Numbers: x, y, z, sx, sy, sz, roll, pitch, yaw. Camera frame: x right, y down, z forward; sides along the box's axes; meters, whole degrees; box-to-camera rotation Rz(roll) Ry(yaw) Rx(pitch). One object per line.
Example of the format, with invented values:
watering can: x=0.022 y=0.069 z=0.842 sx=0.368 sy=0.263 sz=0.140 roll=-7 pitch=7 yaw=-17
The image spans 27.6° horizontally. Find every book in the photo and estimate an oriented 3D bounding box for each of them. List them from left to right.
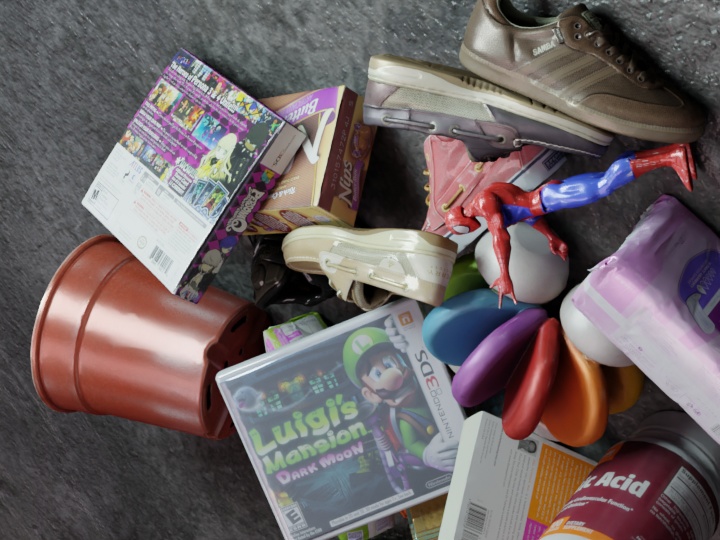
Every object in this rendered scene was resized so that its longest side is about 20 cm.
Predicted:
book: x=0.170 y=0.226 z=1.303 sx=0.199 sy=0.134 sz=0.048 roll=27 pitch=149 yaw=-18

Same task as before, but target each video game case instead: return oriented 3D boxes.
video game case: x=-0.158 y=-0.091 z=1.344 sx=0.036 sy=0.182 sz=0.200 roll=29 pitch=-174 yaw=-44
video game case: x=-0.007 y=0.141 z=1.341 sx=0.199 sy=0.023 sz=0.183 roll=-22 pitch=99 yaw=6

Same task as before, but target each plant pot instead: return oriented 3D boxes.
plant pot: x=-0.211 y=0.083 z=1.565 sx=0.194 sy=0.201 sz=0.201 roll=16 pitch=131 yaw=22

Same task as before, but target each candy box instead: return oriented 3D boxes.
candy box: x=-0.082 y=-0.095 z=1.342 sx=0.199 sy=0.117 sz=0.056 roll=-2 pitch=158 yaw=43

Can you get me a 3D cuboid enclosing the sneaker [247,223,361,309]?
sneaker: x=-0.090 y=-0.038 z=1.406 sx=0.199 sy=0.114 sz=0.076 roll=40 pitch=140 yaw=18

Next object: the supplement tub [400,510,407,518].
supplement tub: x=0.139 y=0.254 z=1.424 sx=0.200 sy=0.123 sz=0.123 roll=37 pitch=139 yaw=13

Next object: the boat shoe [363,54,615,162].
boat shoe: x=0.097 y=-0.117 z=1.150 sx=0.199 sy=0.072 sz=0.065 roll=16 pitch=107 yaw=3

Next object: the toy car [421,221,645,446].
toy car: x=0.139 y=0.071 z=1.255 sx=0.200 sy=0.150 sz=0.175 roll=37 pitch=139 yaw=14

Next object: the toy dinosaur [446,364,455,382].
toy dinosaur: x=0.018 y=0.072 z=1.392 sx=0.199 sy=0.101 sz=0.058 roll=9 pitch=111 yaw=12

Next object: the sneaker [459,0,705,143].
sneaker: x=0.171 y=-0.158 z=1.107 sx=0.199 sy=0.070 sz=0.076 roll=22 pitch=113 yaw=15

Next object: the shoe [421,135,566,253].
shoe: x=0.083 y=-0.075 z=1.256 sx=0.091 sy=0.071 sz=0.200 roll=49 pitch=135 yaw=1

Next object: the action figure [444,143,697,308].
action figure: x=0.165 y=-0.035 z=1.149 sx=0.199 sy=0.065 sz=0.099 roll=-10 pitch=100 yaw=20

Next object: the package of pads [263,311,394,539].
package of pads: x=-0.031 y=0.152 z=1.475 sx=0.200 sy=0.068 sz=0.155 roll=-126 pitch=23 yaw=-51

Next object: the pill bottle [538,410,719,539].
pill bottle: x=0.234 y=0.214 z=1.244 sx=0.114 sy=0.200 sz=0.115 roll=23 pitch=134 yaw=26

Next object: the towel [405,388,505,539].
towel: x=0.114 y=0.213 z=1.363 sx=0.022 sy=0.146 sz=0.201 roll=58 pitch=-163 yaw=-75

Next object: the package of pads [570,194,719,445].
package of pads: x=0.270 y=0.046 z=1.140 sx=0.200 sy=0.120 sz=0.076 roll=44 pitch=140 yaw=6

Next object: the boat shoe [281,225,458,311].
boat shoe: x=0.000 y=0.000 z=1.271 sx=0.199 sy=0.072 sz=0.065 roll=3 pitch=80 yaw=46
